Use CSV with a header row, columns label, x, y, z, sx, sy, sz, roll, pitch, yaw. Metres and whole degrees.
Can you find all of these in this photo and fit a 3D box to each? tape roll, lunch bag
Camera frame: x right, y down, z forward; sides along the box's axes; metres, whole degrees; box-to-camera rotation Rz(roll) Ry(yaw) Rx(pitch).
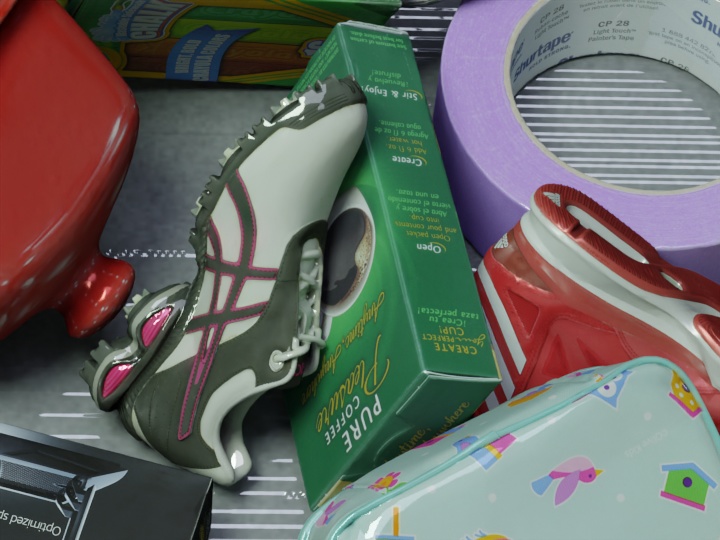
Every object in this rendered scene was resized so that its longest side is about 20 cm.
label,x,y,z,sx,sy,sz,roll,pitch,yaw
tape roll,0.136,-0.075,1.435,0.200,0.066,0.200,2,55,-3
lunch bag,0.077,0.142,1.249,0.200,0.077,0.161,-27,94,-18

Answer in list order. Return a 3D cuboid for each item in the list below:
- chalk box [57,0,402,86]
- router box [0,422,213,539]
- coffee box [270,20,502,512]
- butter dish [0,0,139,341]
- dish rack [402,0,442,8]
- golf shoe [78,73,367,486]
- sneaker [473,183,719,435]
label,x,y,z,sx,sy,sz,roll,pitch,yaw
chalk box,-0.094,-0.169,1.405,0.199,0.125,0.124,1,75,-17
router box,-0.180,0.143,1.268,0.200,0.052,0.158,15,57,5
coffee box,0.000,0.000,1.339,0.044,0.123,0.200,7,51,-29
butter dish,-0.170,-0.026,1.330,0.148,0.199,0.200,38,58,-7
dish rack,0.057,-0.209,1.495,0.153,0.055,0.200,-20,27,-10
golf shoe,-0.041,0.003,1.311,0.088,0.200,0.077,40,22,18
sneaker,0.127,0.056,1.352,0.200,0.116,0.078,39,23,-9
